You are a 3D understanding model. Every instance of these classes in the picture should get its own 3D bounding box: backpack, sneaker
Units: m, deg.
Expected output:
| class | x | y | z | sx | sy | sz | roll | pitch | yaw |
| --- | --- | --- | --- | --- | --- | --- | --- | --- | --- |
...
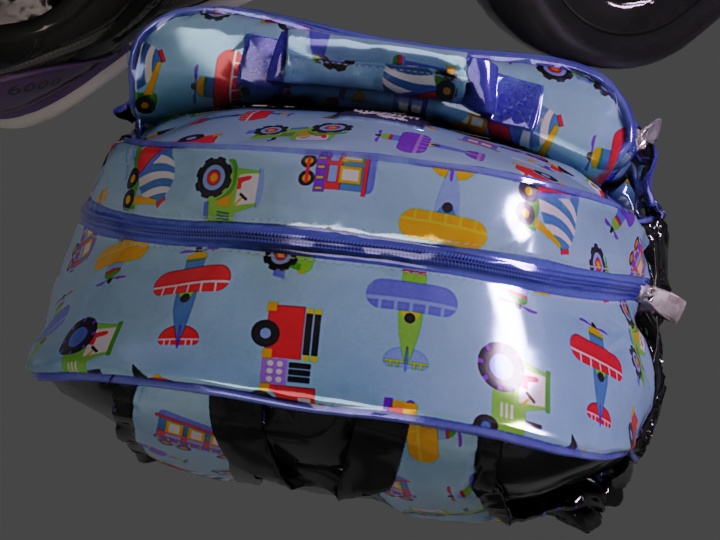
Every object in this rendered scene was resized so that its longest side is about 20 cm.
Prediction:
| class | x | y | z | sx | sy | sz | roll | pitch | yaw |
| --- | --- | --- | --- | --- | --- | --- | --- | --- | --- |
| backpack | 0.000 | 0.000 | 0.747 | 0.182 | 0.200 | 0.135 | 9 | 88 | 7 |
| sneaker | -0.055 | -0.114 | 0.815 | 0.200 | 0.088 | 0.076 | -38 | 84 | 3 |

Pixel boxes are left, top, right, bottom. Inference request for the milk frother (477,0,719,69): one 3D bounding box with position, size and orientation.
| class | x | y | z | sx | sy | sz | roll | pitch | yaw |
| --- | --- | --- | --- | --- | --- | --- | --- | --- | --- |
| milk frother | 0.094 | -0.157 | 0.730 | 0.188 | 0.200 | 0.181 | -36 | 98 | -14 |
